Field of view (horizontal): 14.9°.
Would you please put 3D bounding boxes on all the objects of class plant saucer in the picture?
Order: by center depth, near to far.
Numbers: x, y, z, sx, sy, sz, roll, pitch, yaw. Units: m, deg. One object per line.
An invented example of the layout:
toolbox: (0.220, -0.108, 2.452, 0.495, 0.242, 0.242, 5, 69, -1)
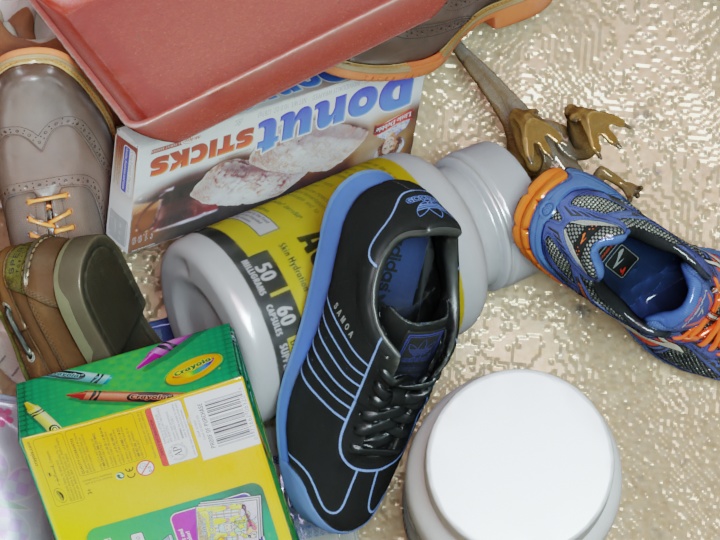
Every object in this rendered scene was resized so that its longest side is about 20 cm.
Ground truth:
plant saucer: (-0.063, -0.147, 1.470, 0.200, 0.037, 0.200, -27, 37, -11)

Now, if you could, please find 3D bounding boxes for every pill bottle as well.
pill bottle: (0.080, 0.115, 1.461, 0.113, 0.200, 0.113, 0, 78, 0)
pill bottle: (0.000, 0.000, 1.518, 0.200, 0.111, 0.111, -24, 79, -23)

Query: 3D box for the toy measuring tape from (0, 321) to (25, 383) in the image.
toy measuring tape: (-0.248, 0.006, 1.567, 0.200, 0.074, 0.074, 43, 81, -15)

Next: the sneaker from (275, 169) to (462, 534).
sneaker: (0.008, 0.051, 1.425, 0.070, 0.078, 0.200, -3, 110, -31)

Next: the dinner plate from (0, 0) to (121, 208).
dinner plate: (-0.163, -0.122, 1.602, 0.200, 0.024, 0.200, 0, 79, 0)

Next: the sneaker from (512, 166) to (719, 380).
sneaker: (0.172, 0.017, 1.513, 0.200, 0.078, 0.075, 26, 100, -28)

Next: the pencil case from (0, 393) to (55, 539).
pencil case: (-0.211, 0.165, 1.512, 0.091, 0.083, 0.200, 8, 78, 1)

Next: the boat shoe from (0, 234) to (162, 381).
boat shoe: (-0.141, 0.065, 1.488, 0.068, 0.072, 0.200, -3, 121, 25)

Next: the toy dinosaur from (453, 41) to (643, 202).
toy dinosaur: (0.098, -0.074, 1.558, 0.060, 0.106, 0.200, -37, 88, -16)

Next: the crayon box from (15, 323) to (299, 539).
crayon box: (-0.096, 0.138, 1.447, 0.119, 0.058, 0.200, -16, 119, 0)

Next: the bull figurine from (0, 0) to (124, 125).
bull figurine: (-0.133, -0.126, 1.560, 0.200, 0.065, 0.122, -7, 74, -4)

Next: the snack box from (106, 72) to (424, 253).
snack box: (-0.051, -0.070, 1.522, 0.200, 0.072, 0.024, -20, 45, -34)

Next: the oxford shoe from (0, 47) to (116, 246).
oxford shoe: (-0.162, -0.034, 1.492, 0.071, 0.200, 0.073, -10, 45, -1)

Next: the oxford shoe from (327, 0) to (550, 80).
oxford shoe: (0.039, -0.165, 1.533, 0.071, 0.073, 0.200, 34, 43, 24)

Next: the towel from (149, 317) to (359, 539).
towel: (-0.079, 0.120, 1.552, 0.147, 0.024, 0.200, -12, 76, 0)
